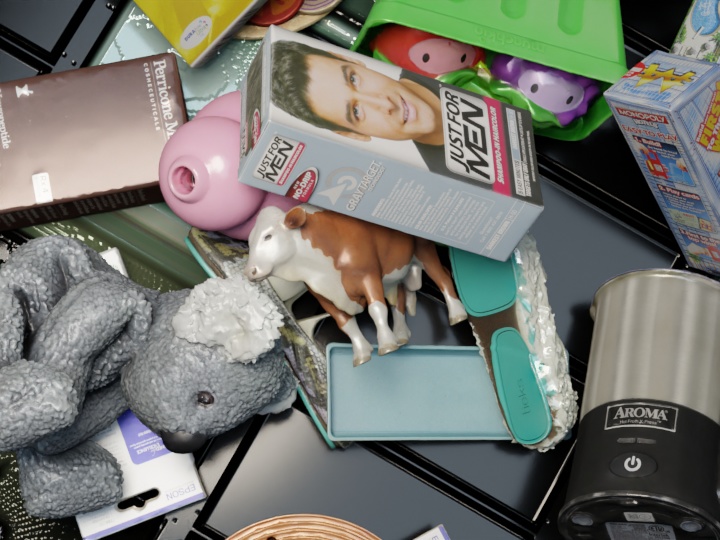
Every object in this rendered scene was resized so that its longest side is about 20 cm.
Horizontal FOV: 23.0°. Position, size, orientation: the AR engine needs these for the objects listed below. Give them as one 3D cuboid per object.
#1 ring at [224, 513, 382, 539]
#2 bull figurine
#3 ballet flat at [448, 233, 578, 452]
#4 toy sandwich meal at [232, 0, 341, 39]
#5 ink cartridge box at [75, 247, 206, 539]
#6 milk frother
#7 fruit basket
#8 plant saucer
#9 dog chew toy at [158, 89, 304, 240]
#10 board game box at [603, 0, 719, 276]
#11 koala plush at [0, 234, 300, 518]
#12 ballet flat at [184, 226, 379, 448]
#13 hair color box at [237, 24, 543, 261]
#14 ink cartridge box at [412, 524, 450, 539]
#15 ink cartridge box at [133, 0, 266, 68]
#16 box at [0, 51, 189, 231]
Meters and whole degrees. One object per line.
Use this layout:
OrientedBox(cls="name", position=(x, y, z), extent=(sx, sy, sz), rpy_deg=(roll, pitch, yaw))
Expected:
OrientedBox(cls="ring", position=(-0.042, 0.281, 1.306), extent=(0.200, 0.019, 0.201), rpy_deg=(0, 81, -3))
OrientedBox(cls="bull figurine", position=(0.000, 0.000, 1.233), extent=(0.065, 0.200, 0.122), rpy_deg=(-25, 87, 33))
OrientedBox(cls="ballet flat", position=(0.115, 0.032, 1.299), extent=(0.072, 0.072, 0.201), rpy_deg=(-14, 92, -5))
OrientedBox(cls="toy sandwich meal", position=(-0.086, -0.279, 1.356), extent=(0.204, 0.070, 0.206), rpy_deg=(0, 82, -3))
OrientedBox(cls="ink cartridge box", position=(-0.192, 0.093, 1.315), extent=(0.099, 0.039, 0.200), rpy_deg=(-19, 82, -5))
OrientedBox(cls="milk frother", position=(0.240, 0.135, 1.291), extent=(0.180, 0.200, 0.189), rpy_deg=(11, 57, 6))
OrientedBox(cls="fruit basket", position=(0.085, -0.124, 1.308), extent=(0.215, 0.156, 0.216), rpy_deg=(3, 76, -12))
OrientedBox(cls="plant saucer", position=(0.065, 0.090, 1.306), extent=(0.199, 0.019, 0.070), rpy_deg=(2, 82, -23))
OrientedBox(cls="dog chew toy", position=(-0.072, -0.076, 1.263), extent=(0.124, 0.200, 0.125), rpy_deg=(6, 103, 27))
OrientedBox(cls="board game box", position=(0.264, -0.122, 1.291), extent=(0.062, 0.200, 0.200), rpy_deg=(19, 79, 40))
OrientedBox(cls="koala plush", position=(-0.143, 0.059, 1.216), extent=(0.199, 0.177, 0.184), rpy_deg=(-2, 61, 6))
OrientedBox(cls="ballet flat", position=(-0.048, 0.036, 1.314), extent=(0.072, 0.072, 0.201), rpy_deg=(-36, 91, -7))
OrientedBox(cls="hair color box", position=(0.020, -0.085, 1.196), extent=(0.200, 0.061, 0.099), rpy_deg=(16, 44, -18))
OrientedBox(cls="ink cartridge box", position=(-0.007, 0.272, 1.282), extent=(0.200, 0.037, 0.095), rpy_deg=(-28, 83, -4))
OrientedBox(cls="ink cartridge box", position=(-0.120, -0.286, 1.284), extent=(0.200, 0.047, 0.198), rpy_deg=(47, 120, -3))
OrientedBox(cls="box", position=(-0.225, -0.091, 1.323), extent=(0.199, 0.075, 0.100), rpy_deg=(-11, 82, -6))
